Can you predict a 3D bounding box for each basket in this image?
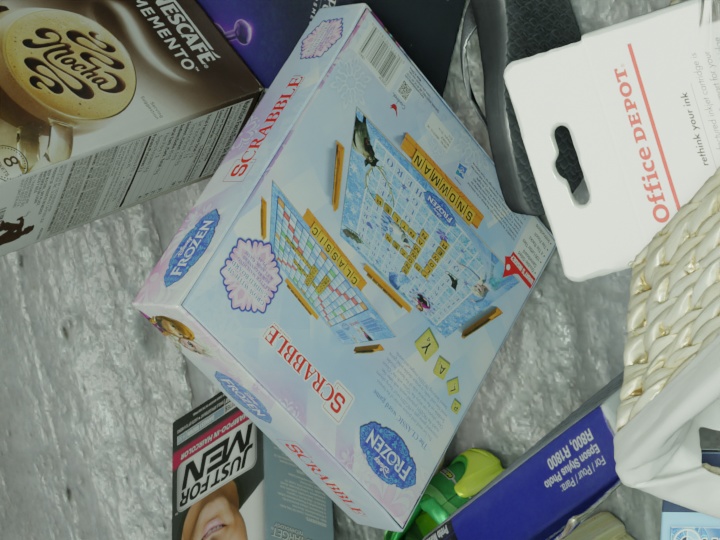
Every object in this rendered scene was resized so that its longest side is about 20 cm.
[{"bbox_3d":[0.210,0.014,0.841,0.200,0.135,0.124,129,155,-49],"label":"basket"}]

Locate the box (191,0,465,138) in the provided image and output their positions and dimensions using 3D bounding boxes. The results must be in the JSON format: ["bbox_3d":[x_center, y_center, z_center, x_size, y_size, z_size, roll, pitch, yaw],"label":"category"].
[{"bbox_3d":[-0.047,-0.152,1.176,0.200,0.104,0.148,36,129,33],"label":"box"}]

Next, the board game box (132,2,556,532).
[{"bbox_3d":[0.000,0.000,1.057,0.041,0.200,0.200,2,142,47],"label":"board game box"}]

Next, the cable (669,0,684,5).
[{"bbox_3d":[0.196,-0.040,0.995,0.097,0.050,0.201,-29,83,43],"label":"cable"}]

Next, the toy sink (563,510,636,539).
[{"bbox_3d":[0.122,0.223,1.132,0.200,0.130,0.112,36,130,34],"label":"toy sink"}]

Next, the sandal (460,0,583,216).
[{"bbox_3d":[0.082,-0.128,1.074,0.043,0.076,0.201,-10,88,47],"label":"sandal"}]

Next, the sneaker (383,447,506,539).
[{"bbox_3d":[0.034,0.189,1.247,0.074,0.083,0.200,44,136,26],"label":"sneaker"}]

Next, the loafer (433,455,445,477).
[{"bbox_3d":[-0.005,0.048,1.242,0.076,0.068,0.201,-12,97,49],"label":"loafer"}]

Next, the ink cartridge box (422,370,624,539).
[{"bbox_3d":[0.111,0.098,1.022,0.041,0.200,0.200,50,142,6],"label":"ink cartridge box"}]

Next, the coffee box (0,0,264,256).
[{"bbox_3d":[-0.169,-0.089,1.103,0.113,0.200,0.080,51,140,18],"label":"coffee box"}]

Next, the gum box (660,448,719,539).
[{"bbox_3d":[0.185,0.202,0.964,0.044,0.170,0.201,-3,72,25],"label":"gum box"}]

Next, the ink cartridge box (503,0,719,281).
[{"bbox_3d":[0.180,-0.075,0.932,0.199,0.068,0.117,-15,95,26],"label":"ink cartridge box"}]

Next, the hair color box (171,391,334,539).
[{"bbox_3d":[-0.070,0.173,1.285,0.099,0.060,0.201,-34,46,37],"label":"hair color box"}]
